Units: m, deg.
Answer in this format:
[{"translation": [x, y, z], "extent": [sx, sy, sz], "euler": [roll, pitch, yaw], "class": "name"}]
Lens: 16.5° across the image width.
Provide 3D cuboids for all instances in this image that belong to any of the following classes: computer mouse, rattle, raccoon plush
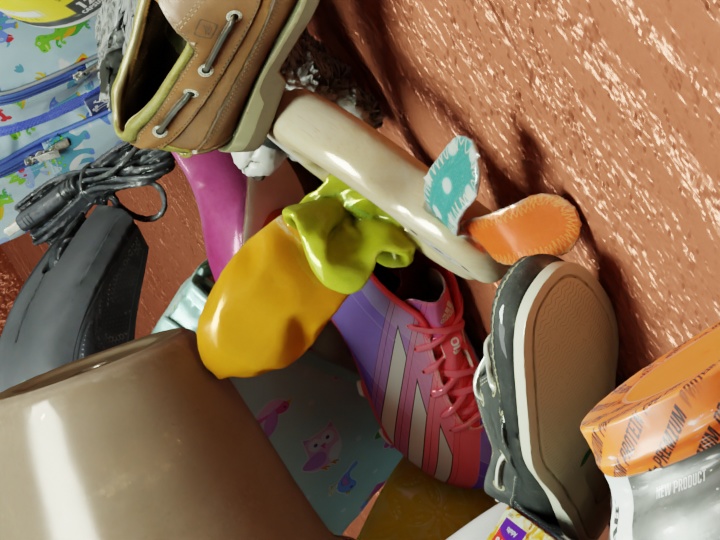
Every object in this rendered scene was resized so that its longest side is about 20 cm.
[{"translation": [-0.164, 0.021, 1.346], "extent": [0.053, 0.200, 0.138], "euler": [24, 147, -35], "class": "computer mouse"}, {"translation": [0.000, 0.000, 1.107], "extent": [0.130, 0.143, 0.200], "euler": [57, 169, -33], "class": "rattle"}, {"translation": [-0.045, -0.137, 1.184], "extent": [0.097, 0.134, 0.200], "euler": [-113, 33, -50], "class": "raccoon plush"}]

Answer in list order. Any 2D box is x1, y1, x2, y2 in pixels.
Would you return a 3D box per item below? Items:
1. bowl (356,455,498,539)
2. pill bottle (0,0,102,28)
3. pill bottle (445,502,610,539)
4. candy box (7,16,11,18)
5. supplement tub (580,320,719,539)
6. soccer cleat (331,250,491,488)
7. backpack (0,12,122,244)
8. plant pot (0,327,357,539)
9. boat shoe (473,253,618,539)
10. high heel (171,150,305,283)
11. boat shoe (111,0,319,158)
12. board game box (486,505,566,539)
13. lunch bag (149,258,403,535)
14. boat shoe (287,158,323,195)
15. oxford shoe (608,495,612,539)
[{"translation": [0.057, 0.200, 1.387], "extent": [0.108, 0.200, 0.200], "euler": [19, 154, 16], "class": "bowl"}, {"translation": [-0.206, -0.211, 1.339], "extent": [0.112, 0.112, 0.200], "euler": [53, -169, 25], "class": "pill bottle"}, {"translation": [0.115, 0.213, 1.240], "extent": [0.200, 0.120, 0.120], "euler": [56, 168, 14], "class": "pill bottle"}, {"translation": [-0.236, -0.282, 1.504], "extent": [0.168, 0.072, 0.200], "euler": [59, 170, 29], "class": "candy box"}, {"translation": [0.161, 0.109, 0.779], "extent": [0.200, 0.122, 0.123], "euler": [58, 168, -2], "class": "supplement tub"}, {"translation": [0.032, 0.038, 1.286], "extent": [0.076, 0.067, 0.200], "euler": [-5, 126, 47], "class": "soccer cleat"}, {"translation": [-0.238, -0.125, 1.630], "extent": [0.183, 0.200, 0.147], "euler": [52, 167, 32], "class": "backpack"}, {"translation": [-0.105, 0.127, 1.231], "extent": [0.200, 0.200, 0.175], "euler": [176, 73, -77], "class": "plant pot"}, {"translation": [0.075, 0.056, 1.092], "extent": [0.068, 0.072, 0.200], "euler": [28, 156, 24], "class": "boat shoe"}, {"translation": [-0.083, -0.051, 1.299], "extent": [0.067, 0.096, 0.200], "euler": [5, -99, -60], "class": "high heel"}, {"translation": [-0.062, -0.125, 1.068], "extent": [0.072, 0.068, 0.200], "euler": [-116, 31, -41], "class": "boat shoe"}, {"translation": [0.147, 0.182, 1.062], "extent": [0.151, 0.046, 0.200], "euler": [33, 179, -24], "class": "board game box"}, {"translation": [-0.076, 0.086, 1.403], "extent": [0.200, 0.170, 0.122], "euler": [18, -155, -50], "class": "lunch bag"}, {"translation": [-0.060, -0.079, 1.357], "extent": [0.200, 0.072, 0.068], "euler": [58, 153, 13], "class": "boat shoe"}, {"translation": [0.126, 0.100, 1.019], "extent": [0.071, 0.073, 0.200], "euler": [56, 169, 5], "class": "oxford shoe"}]
